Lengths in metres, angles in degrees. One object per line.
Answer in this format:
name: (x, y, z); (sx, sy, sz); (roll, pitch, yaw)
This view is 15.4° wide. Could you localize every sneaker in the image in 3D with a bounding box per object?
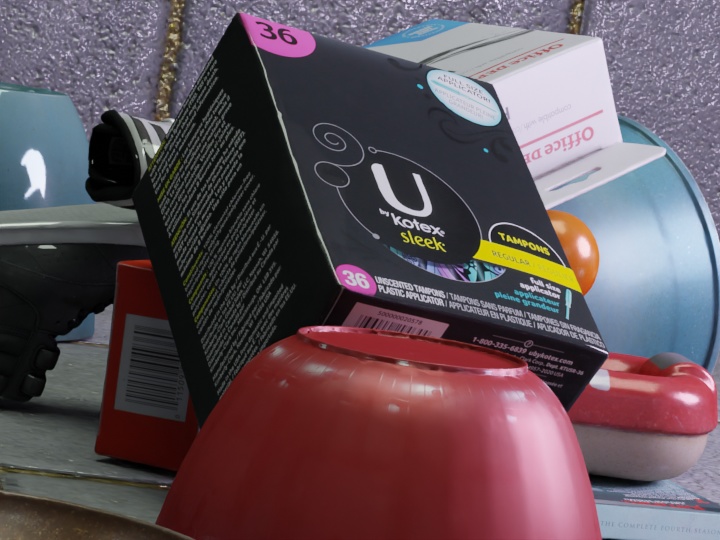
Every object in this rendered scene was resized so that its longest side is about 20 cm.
sneaker: (-0.161, 0.018, 1.471); (0.199, 0.100, 0.071); (-4, 9, -12)
sneaker: (-0.085, -0.071, 1.450); (0.115, 0.076, 0.201); (15, 14, 1)

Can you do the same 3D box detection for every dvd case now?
dvd case: (0.090, 0.110, 1.404); (0.146, 0.022, 0.200); (6, 4, -21)

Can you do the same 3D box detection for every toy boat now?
toy boat: (0.092, 0.033, 1.406); (0.199, 0.131, 0.131); (8, 4, -6)

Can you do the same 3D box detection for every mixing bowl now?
mixing bowl: (0.012, 0.083, 1.085); (0.199, 0.109, 0.200); (7, 5, -1)

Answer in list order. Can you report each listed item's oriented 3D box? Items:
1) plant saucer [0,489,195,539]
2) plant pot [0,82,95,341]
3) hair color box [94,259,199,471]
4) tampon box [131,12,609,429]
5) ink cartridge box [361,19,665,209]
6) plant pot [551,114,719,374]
plant saucer: (-0.143, 0.110, 0.931); (0.200, 0.037, 0.200); (9, 4, -1)
plant pot: (-0.268, -0.049, 1.799); (0.200, 0.161, 0.201); (9, 4, -1)
hair color box: (-0.062, 0.047, 1.409); (0.061, 0.102, 0.200); (9, 4, 24)
tampon box: (0.000, 0.000, 1.252); (0.150, 0.126, 0.200); (13, 37, -30)
ink cartridge box: (0.064, -0.089, 1.508); (0.116, 0.067, 0.200); (-25, 22, -30)
plant pot: (0.080, 0.016, 1.578); (0.188, 0.201, 0.200); (-10, 16, -38)
